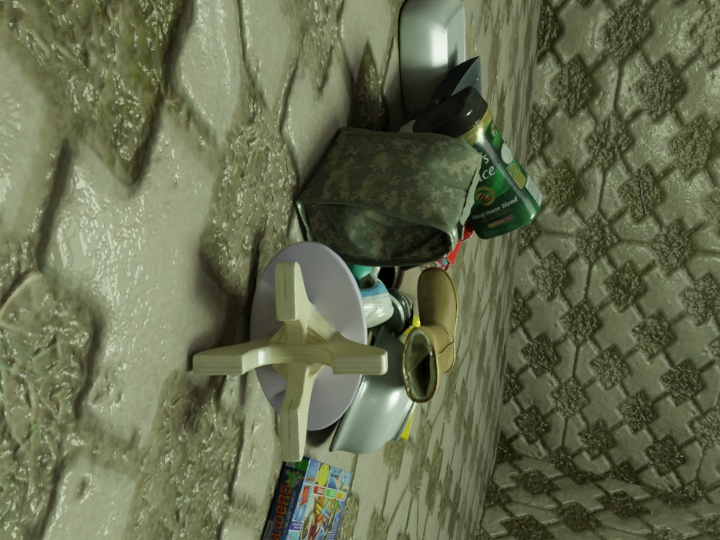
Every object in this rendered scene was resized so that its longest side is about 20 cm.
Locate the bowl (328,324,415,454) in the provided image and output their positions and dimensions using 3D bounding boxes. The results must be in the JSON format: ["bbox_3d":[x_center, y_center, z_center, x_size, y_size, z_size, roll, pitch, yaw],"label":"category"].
[{"bbox_3d":[0.032,0.189,0.922,0.201,0.090,0.203,25,90,-88],"label":"bowl"}]

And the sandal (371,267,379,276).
[{"bbox_3d":[0.000,-0.002,0.912,0.083,0.049,0.205,-80,-170,-77],"label":"sandal"}]

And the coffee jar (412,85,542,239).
[{"bbox_3d":[0.160,-0.146,0.857,0.201,0.104,0.086,52,40,-21],"label":"coffee jar"}]

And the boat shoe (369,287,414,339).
[{"bbox_3d":[0.054,0.065,0.976,0.060,0.074,0.200,-40,161,-16],"label":"boat shoe"}]

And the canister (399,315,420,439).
[{"bbox_3d":[0.065,0.190,1.117,0.149,0.086,0.202,51,52,-64],"label":"canister"}]

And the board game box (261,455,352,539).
[{"bbox_3d":[-0.071,0.340,0.879,0.200,0.034,0.137,57,47,-61],"label":"board game box"}]

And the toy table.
[{"bbox_3d":[-0.062,0.077,0.627,0.117,0.182,0.202,-50,127,-81],"label":"toy table"}]

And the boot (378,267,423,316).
[{"bbox_3d":[0.063,0.011,1.056,0.146,0.069,0.202,-40,125,-65],"label":"boot"}]

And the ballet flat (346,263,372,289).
[{"bbox_3d":[-0.024,0.063,0.854,0.070,0.067,0.203,-12,108,-56],"label":"ballet flat"}]

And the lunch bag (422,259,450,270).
[{"bbox_3d":[0.161,-0.105,1.213,0.200,0.081,0.178,89,18,-66],"label":"lunch bag"}]

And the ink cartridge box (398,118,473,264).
[{"bbox_3d":[0.124,-0.120,0.941,0.200,0.067,0.117,50,44,-25],"label":"ink cartridge box"}]

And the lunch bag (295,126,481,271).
[{"bbox_3d":[0.046,-0.089,0.784,0.118,0.198,0.165,78,28,-44],"label":"lunch bag"}]

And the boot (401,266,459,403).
[{"bbox_3d":[0.101,0.082,0.892,0.200,0.065,0.177,-1,83,-74],"label":"boot"}]

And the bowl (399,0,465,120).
[{"bbox_3d":[0.133,-0.380,1.083,0.200,0.074,0.202,-59,149,-47],"label":"bowl"}]

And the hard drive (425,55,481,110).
[{"bbox_3d":[0.155,-0.253,1.034,0.201,0.042,0.136,-58,148,-37],"label":"hard drive"}]

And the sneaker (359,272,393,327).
[{"bbox_3d":[-0.043,0.059,0.768,0.199,0.073,0.072,-22,167,-41],"label":"sneaker"}]
